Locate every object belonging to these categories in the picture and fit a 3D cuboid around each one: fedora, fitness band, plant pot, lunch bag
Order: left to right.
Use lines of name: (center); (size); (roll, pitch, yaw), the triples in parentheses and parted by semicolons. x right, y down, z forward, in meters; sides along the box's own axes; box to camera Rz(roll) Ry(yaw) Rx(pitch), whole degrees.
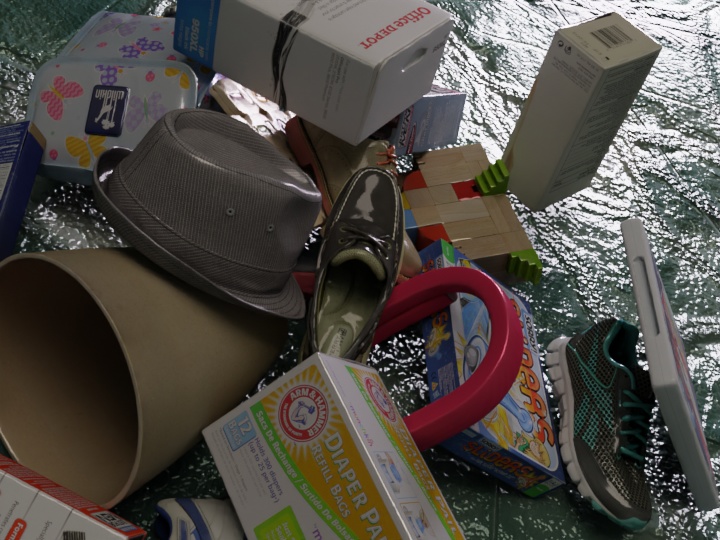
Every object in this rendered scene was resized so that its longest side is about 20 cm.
lunch bag: (-0.204, -0.153, 0.942); (0.169, 0.127, 0.200); (9, 47, 15)
plant pot: (-0.153, 0.058, 0.768); (0.187, 0.188, 0.200); (44, 36, 21)
fedora: (-0.098, -0.055, 0.755); (0.200, 0.090, 0.177); (26, 21, -33)
fitness band: (0.038, 0.079, 0.807); (0.037, 0.200, 0.144); (42, 25, -41)

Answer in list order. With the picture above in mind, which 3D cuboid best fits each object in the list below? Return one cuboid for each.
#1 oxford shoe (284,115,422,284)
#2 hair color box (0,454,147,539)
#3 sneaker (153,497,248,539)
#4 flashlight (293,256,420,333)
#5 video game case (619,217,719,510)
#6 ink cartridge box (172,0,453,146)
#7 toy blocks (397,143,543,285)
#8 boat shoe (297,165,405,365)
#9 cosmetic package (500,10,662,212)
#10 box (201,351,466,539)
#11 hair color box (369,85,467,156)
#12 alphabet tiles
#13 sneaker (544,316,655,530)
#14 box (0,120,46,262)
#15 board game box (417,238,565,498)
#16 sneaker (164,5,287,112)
oxford shoe: (0.005, -0.078, 0.891); (0.200, 0.075, 0.070); (58, 22, 18)
hair color box: (-0.257, 0.177, 0.655); (0.200, 0.064, 0.111); (26, 81, 6)
sneaker: (-0.124, 0.242, 0.676); (0.088, 0.075, 0.200); (9, 37, 0)
flashlight: (-0.046, 0.020, 0.907); (0.199, 0.068, 0.068); (3, 22, -12)
video game case: (0.273, 0.083, 0.882); (0.023, 0.200, 0.183); (-15, 44, 18)
ink cartridge box: (-0.041, -0.210, 0.882); (0.200, 0.084, 0.145); (30, 42, 16)
toy blocks: (0.079, -0.049, 1.001); (0.136, 0.100, 0.200); (-10, 52, -12)
boat shoe: (-0.001, 0.000, 0.806); (0.072, 0.066, 0.201); (17, 68, -4)
cosmetic package: (0.228, -0.167, 1.072); (0.105, 0.200, 0.071); (-24, 59, -36)
box: (-0.008, 0.172, 0.702); (0.200, 0.112, 0.101); (61, 15, 23)
hair color box: (0.030, -0.163, 1.029); (0.099, 0.061, 0.200); (18, 17, 19)
alphabet tiles: (-0.056, -0.094, 0.919); (0.200, 0.015, 0.196); (52, 20, 1)
sneaker: (0.221, 0.123, 0.871); (0.077, 0.091, 0.200); (21, 43, -32)
box: (-0.340, -0.034, 0.829); (0.121, 0.032, 0.200); (-8, 50, 14)
board game box: (0.110, 0.083, 0.875); (0.135, 0.034, 0.200); (33, 37, -34)
sneaker: (-0.129, -0.239, 1.107); (0.200, 0.078, 0.080); (40, 40, 18)
